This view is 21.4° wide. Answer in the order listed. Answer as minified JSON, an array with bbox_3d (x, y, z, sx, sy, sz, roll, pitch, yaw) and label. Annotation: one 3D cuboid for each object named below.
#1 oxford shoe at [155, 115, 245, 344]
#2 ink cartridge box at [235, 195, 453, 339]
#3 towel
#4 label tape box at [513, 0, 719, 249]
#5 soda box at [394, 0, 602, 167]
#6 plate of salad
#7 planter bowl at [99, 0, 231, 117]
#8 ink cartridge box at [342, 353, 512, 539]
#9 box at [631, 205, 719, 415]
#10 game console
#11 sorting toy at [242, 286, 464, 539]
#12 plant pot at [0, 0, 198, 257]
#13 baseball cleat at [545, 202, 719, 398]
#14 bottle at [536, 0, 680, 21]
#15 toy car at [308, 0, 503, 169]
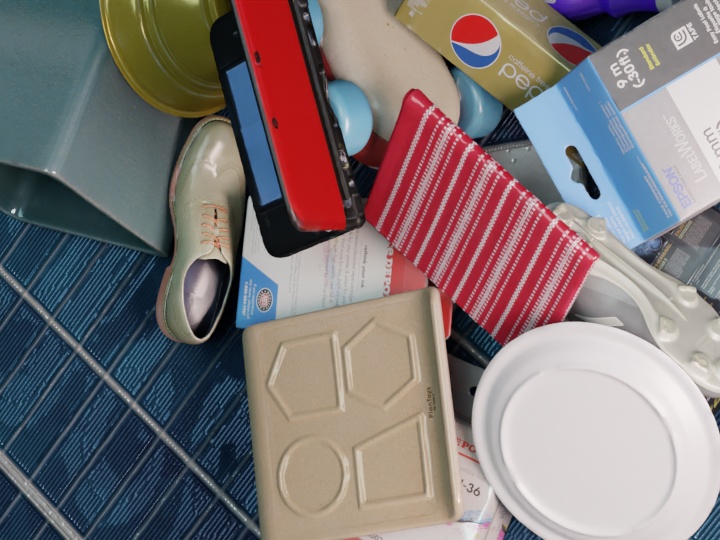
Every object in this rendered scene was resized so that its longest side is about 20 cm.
[{"bbox_3d":[-0.127,-0.033,1.659,0.074,0.070,0.202,-166,82,-66],"label":"oxford shoe"},{"bbox_3d":[0.000,0.000,1.608,0.198,0.067,0.118,4,85,25],"label":"ink cartridge box"},{"bbox_3d":[0.088,-0.032,1.464,0.200,0.022,0.145,43,141,18],"label":"towel"},{"bbox_3d":[0.235,-0.113,1.444,0.199,0.063,0.145,-30,87,5],"label":"label tape box"},{"bbox_3d":[0.129,-0.177,1.536,0.200,0.068,0.064,40,127,7],"label":"soda box"},{"bbox_3d":[0.180,0.127,1.448,0.198,0.048,0.202,11,118,23],"label":"plate of salad"},{"bbox_3d":[-0.119,-0.231,1.617,0.083,0.199,0.203,4,84,42],"label":"planter bowl"},{"bbox_3d":[0.064,0.176,1.551,0.116,0.067,0.202,22,92,27],"label":"ink cartridge box"},{"bbox_3d":[0.231,0.039,1.503,0.157,0.051,0.201,36,98,25],"label":"box"},{"bbox_3d":[-0.081,-0.115,1.451,0.172,0.118,0.202,-20,83,50],"label":"game console"},{"bbox_3d":[-0.006,0.121,1.542,0.198,0.036,0.187,-14,76,31],"label":"sorting toy"},{"bbox_3d":[-0.254,-0.154,1.683,0.194,0.196,0.202,14,77,31],"label":"plant pot"},{"bbox_3d":[0.202,0.034,1.455,0.200,0.070,0.107,46,144,15],"label":"baseball cleat"},{"bbox_3d":[0.170,-0.248,1.567,0.198,0.065,0.085,12,89,26],"label":"bottle"},{"bbox_3d":[-0.019,-0.133,1.609,0.200,0.183,0.178,-46,65,44],"label":"toy car"}]
